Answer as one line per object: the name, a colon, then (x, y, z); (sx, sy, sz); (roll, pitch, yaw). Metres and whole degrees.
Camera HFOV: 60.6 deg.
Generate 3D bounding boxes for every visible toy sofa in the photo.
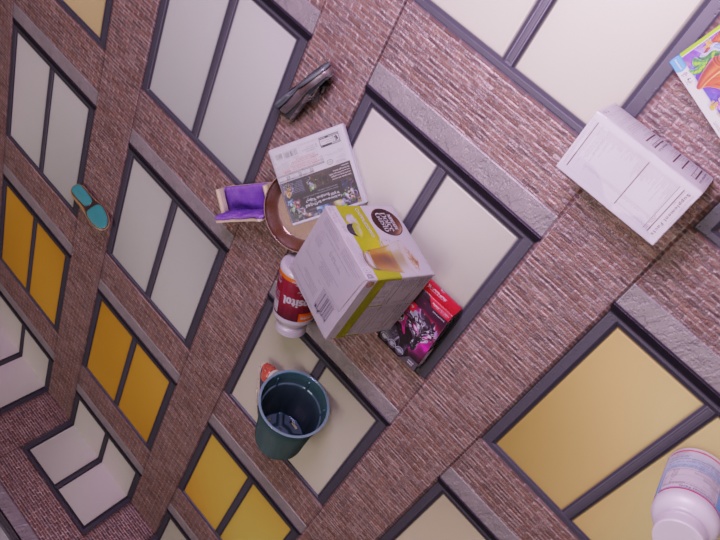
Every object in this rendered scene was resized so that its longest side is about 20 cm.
toy sofa: (-0.292, -0.177, 1.581); (0.197, 0.097, 0.085); (2, 110, 39)

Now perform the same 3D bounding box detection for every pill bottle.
pill bottle: (0.569, 0.406, 1.067); (0.107, 0.199, 0.111); (16, 119, 32)
pill bottle: (-0.162, 0.067, 1.569); (0.112, 0.112, 0.203); (30, 125, 25)

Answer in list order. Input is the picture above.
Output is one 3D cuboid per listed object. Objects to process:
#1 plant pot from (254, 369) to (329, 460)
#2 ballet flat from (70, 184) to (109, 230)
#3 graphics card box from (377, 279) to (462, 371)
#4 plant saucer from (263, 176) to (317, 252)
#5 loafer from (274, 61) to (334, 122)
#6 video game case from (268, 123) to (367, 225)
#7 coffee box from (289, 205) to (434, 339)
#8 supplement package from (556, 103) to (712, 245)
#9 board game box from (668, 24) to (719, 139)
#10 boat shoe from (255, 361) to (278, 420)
plant pot: (-0.204, 0.415, 1.709); (0.200, 0.199, 0.198); (42, 137, 16)
ballet flat: (-0.913, -0.209, 2.100); (0.201, 0.068, 0.063); (52, 159, 12)
graphics card box: (0.130, 0.118, 1.398); (0.125, 0.051, 0.202); (43, 130, 17)
plant saucer: (-0.138, -0.144, 1.484); (0.196, 0.037, 0.205); (5, 106, 18)
loafer: (-0.116, -0.397, 1.379); (0.198, 0.072, 0.063); (-18, 117, 48)
video game case: (-0.098, -0.217, 1.419); (0.196, 0.023, 0.185); (-15, 99, 21)
coffee box: (0.000, 0.000, 1.325); (0.201, 0.195, 0.202); (-54, 54, 38)
supplement package: (0.440, -0.158, 0.994); (0.200, 0.109, 0.114); (45, 129, 15)
board game box: (0.567, -0.266, 0.892); (0.134, 0.045, 0.202); (-36, 84, 42)
boat shoe: (-0.278, 0.363, 1.815); (0.062, 0.071, 0.204); (29, 123, 33)
